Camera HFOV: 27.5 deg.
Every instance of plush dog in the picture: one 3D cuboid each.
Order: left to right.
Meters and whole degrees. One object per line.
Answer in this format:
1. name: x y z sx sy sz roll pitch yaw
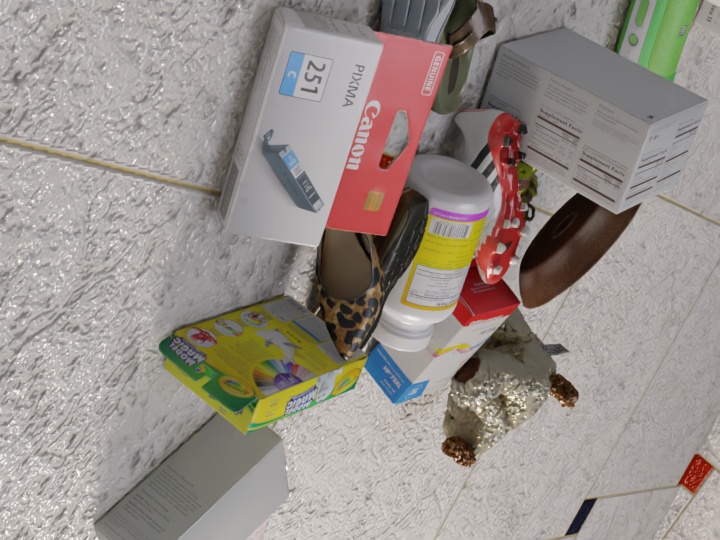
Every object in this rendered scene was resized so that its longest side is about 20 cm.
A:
1. plush dog: 0.170 0.163 1.880 0.172 0.160 0.201 -49 -170 35

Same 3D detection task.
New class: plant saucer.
1. plant saucer: 0.246 -0.042 1.698 0.201 0.037 0.201 -48 -171 10

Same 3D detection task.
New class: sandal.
1. sandal: 0.109 -0.239 1.473 0.080 0.057 0.203 -38 148 -34

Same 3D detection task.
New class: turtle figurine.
1. turtle figurine: 0.167 -0.072 1.721 0.199 0.064 0.162 -36 156 -34

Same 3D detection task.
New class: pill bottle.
1. pill bottle: 0.068 -0.016 1.591 0.104 0.104 0.202 -22 137 -49

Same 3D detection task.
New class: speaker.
1. speaker: 0.369 -0.314 1.814 0.088 0.088 0.202 -29 142 -44

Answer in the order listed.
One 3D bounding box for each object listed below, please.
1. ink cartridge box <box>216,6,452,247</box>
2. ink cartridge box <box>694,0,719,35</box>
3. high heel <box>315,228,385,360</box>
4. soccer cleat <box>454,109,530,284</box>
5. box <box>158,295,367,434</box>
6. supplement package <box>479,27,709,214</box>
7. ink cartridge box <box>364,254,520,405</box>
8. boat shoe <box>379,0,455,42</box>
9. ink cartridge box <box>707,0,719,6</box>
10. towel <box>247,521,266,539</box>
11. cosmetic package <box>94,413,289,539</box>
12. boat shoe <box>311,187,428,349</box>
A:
1. ink cartridge box: -0.019 -0.118 1.305 0.174 0.045 0.202 7 117 -24
2. ink cartridge box: 0.533 -0.383 2.039 0.199 0.067 0.118 -14 131 -56
3. high heel: -0.023 -0.026 1.404 0.143 0.070 0.203 49 42 -68
4. soccer cleat: 0.138 -0.084 1.627 0.068 0.084 0.203 -30 128 -43
5. box: -0.096 0.090 1.407 0.199 0.117 0.049 -14 134 -53
6. supplement package: 0.256 -0.172 1.639 0.155 0.199 0.112 -23 138 -50
7. ink cartridge box: 0.106 0.060 1.715 0.116 0.067 0.200 -12 147 -55
8. boat shoe: 0.053 -0.250 1.374 0.062 0.071 0.202 -62 172 -57
9. ink cartridge box: 0.469 -0.444 1.844 0.146 0.084 0.200 -54 153 -8
10. towel: -0.175 0.337 1.634 0.199 0.032 0.193 -35 146 -40
11. cosmetic package: -0.166 0.243 1.495 0.200 0.081 0.114 -42 150 -31
12. boat shoe: 0.000 0.000 1.520 0.202 0.073 0.075 -62 163 21
